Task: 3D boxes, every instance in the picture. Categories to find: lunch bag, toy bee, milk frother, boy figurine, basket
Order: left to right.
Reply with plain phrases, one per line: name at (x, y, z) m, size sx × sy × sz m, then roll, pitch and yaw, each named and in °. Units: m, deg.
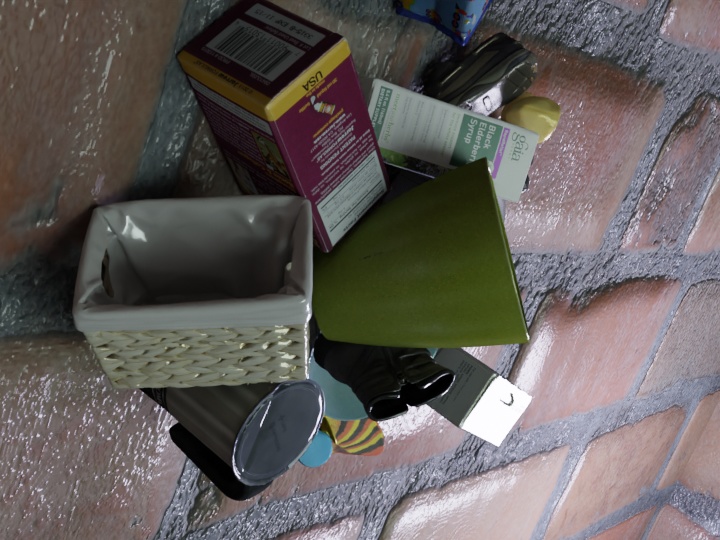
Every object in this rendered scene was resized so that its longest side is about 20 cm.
basket at (-0.138, 0.023, 0.897) m, size 0.199 × 0.136 × 0.124 m, roll -3°, pitch 137°, yaw 1°
milk frother at (-0.107, 0.109, 1.031) m, size 0.200 × 0.188 × 0.181 m, roll -38°, pitch 143°, yaw -26°
toy bee at (-0.068, 0.182, 1.216) m, size 0.199 × 0.131 × 0.109 m, roll -7°, pitch 98°, yaw -37°
lunch bag at (0.134, -0.359, 1.056) m, size 0.200 × 0.094 × 0.151 m, roll -46°, pitch 159°, yaw -35°
boy figurine at (0.200, -0.168, 1.245) m, size 0.200 × 0.064 × 0.125 m, roll 98°, pitch 5°, yaw -73°

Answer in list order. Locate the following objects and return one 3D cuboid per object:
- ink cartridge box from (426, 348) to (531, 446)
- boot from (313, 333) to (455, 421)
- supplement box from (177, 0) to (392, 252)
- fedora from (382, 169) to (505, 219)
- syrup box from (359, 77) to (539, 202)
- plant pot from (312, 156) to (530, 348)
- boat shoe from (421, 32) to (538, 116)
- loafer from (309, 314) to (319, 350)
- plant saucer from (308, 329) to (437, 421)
ink cartridge box at (0.104, 0.133, 1.308) m, size 0.084 × 0.200 × 0.144 m, roll -57°, pitch 146°, yaw -1°
boot at (0.061, 0.084, 1.079) m, size 0.200 × 0.132 × 0.070 m, roll -31°, pitch 133°, yaw -21°
supplement box at (-0.065, -0.135, 0.941) m, size 0.103 × 0.131 × 0.200 m, roll -44°, pitch 145°, yaw -19°
fedora at (0.091, -0.068, 1.228) m, size 0.177 × 0.090 × 0.200 m, roll -54°, pitch 148°, yaw -5°
syrup box at (0.082, -0.139, 1.076) m, size 0.199 × 0.081 × 0.079 m, roll 15°, pitch 96°, yaw -19°
plant pot at (0.051, 0.001, 1.010) m, size 0.199 × 0.188 × 0.187 m, roll -13°, pitch 143°, yaw 9°
boat shoe at (0.109, -0.202, 1.165) m, size 0.200 × 0.073 × 0.075 m, roll -33°, pitch 152°, yaw -2°
loafer at (-0.030, 0.090, 1.208) m, size 0.200 × 0.069 × 0.070 m, roll 70°, pitch 26°, yaw -51°
plant saucer at (0.012, 0.079, 1.160) m, size 0.200 × 0.039 × 0.202 m, roll -21°, pitch 129°, yaw -29°
